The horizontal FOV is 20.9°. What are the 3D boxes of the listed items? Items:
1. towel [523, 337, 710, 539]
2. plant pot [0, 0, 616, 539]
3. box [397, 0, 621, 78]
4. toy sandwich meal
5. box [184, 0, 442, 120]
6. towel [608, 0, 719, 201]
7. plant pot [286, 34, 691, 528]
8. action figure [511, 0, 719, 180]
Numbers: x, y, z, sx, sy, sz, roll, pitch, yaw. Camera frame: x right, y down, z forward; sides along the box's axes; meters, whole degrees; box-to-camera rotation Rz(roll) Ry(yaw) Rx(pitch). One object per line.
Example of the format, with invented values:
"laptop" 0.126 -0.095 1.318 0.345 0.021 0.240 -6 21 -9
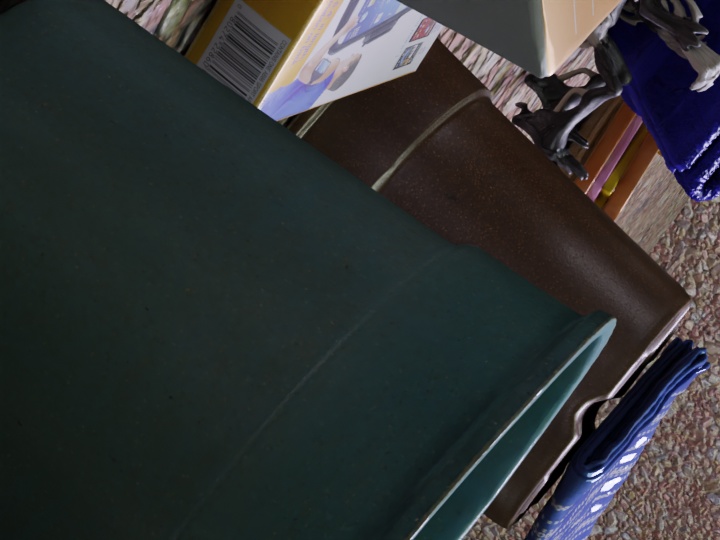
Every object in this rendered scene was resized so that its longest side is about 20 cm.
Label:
"towel" 0.113 0.136 1.039 0.145 0.024 0.201 -39 158 -47
"plant pot" -0.058 0.031 0.601 0.200 0.196 0.200 -47 169 -12
"box" 0.079 -0.184 0.634 0.200 0.097 0.125 -47 150 -21
"toy sandwich meal" 0.228 -0.091 1.719 0.206 0.070 0.206 -53 166 -20
"box" 0.011 -0.127 0.791 0.119 0.041 0.200 -56 166 25
"towel" 0.234 -0.156 1.354 0.148 0.049 0.201 -59 -153 24
"plant pot" 0.048 0.010 0.991 0.201 0.198 0.200 -49 169 -13
"action figure" 0.187 -0.159 1.268 0.201 0.102 0.119 -55 -177 23
